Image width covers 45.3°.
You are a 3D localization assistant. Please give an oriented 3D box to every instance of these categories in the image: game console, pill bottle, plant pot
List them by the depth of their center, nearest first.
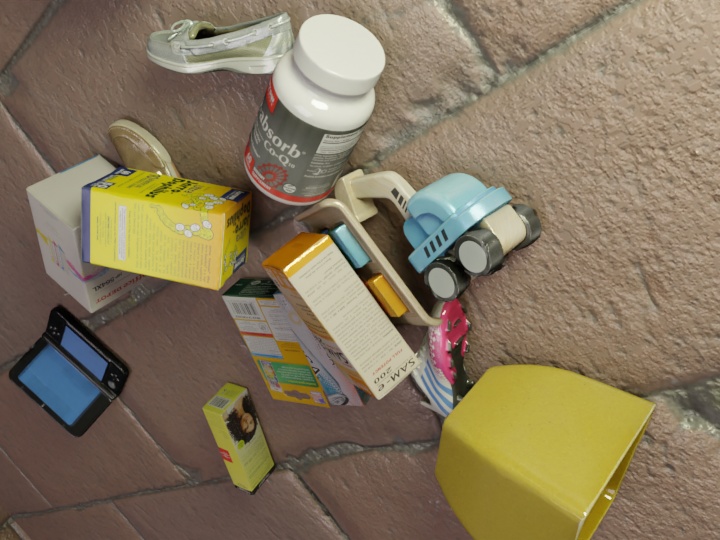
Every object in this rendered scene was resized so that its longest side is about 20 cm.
[{"bbox_3d":[-0.052,-0.174,0.951,0.116,0.116,0.200,38,140,6],"label":"pill bottle"},{"bbox_3d":[0.203,0.229,1.040,0.200,0.194,0.196,29,138,24],"label":"plant pot"},{"bbox_3d":[-0.581,0.203,1.712,0.200,0.116,0.176,41,140,2],"label":"game console"}]

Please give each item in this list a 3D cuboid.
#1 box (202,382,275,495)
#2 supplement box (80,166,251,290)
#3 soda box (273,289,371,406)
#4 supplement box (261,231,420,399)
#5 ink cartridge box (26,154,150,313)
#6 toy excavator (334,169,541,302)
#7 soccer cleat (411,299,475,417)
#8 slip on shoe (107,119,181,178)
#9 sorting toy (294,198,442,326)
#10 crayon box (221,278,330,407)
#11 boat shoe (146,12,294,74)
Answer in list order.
[{"bbox_3d":[-0.212,0.299,1.525,0.050,0.075,0.201,11,131,33],"label":"box"},{"bbox_3d":[-0.260,-0.060,1.164,0.199,0.109,0.110,11,113,8],"label":"supplement box"},{"bbox_3d":[-0.042,0.095,1.216,0.068,0.064,0.201,-4,120,41],"label":"soda box"},{"bbox_3d":[-0.027,0.053,1.071,0.200,0.073,0.126,54,168,-14],"label":"supplement box"},{"bbox_3d":[-0.408,-0.047,1.330,0.125,0.128,0.201,35,142,27],"label":"ink cartridge box"},{"bbox_3d":[0.075,-0.065,0.974,0.200,0.100,0.194,55,142,8],"label":"toy excavator"},{"bbox_3d":[0.097,0.114,1.112,0.086,0.070,0.201,13,132,31],"label":"soccer cleat"},{"bbox_3d":[-0.300,-0.124,1.240,0.076,0.061,0.200,-18,111,47],"label":"slip on shoe"},{"bbox_3d":[0.000,0.000,1.062,0.200,0.036,0.185,49,167,-8],"label":"sorting toy"},{"bbox_3d":[-0.112,0.107,1.293,0.125,0.052,0.201,1,124,39],"label":"crayon box"},{"bbox_3d":[-0.163,-0.268,0.999,0.201,0.074,0.065,11,125,28],"label":"boat shoe"}]
